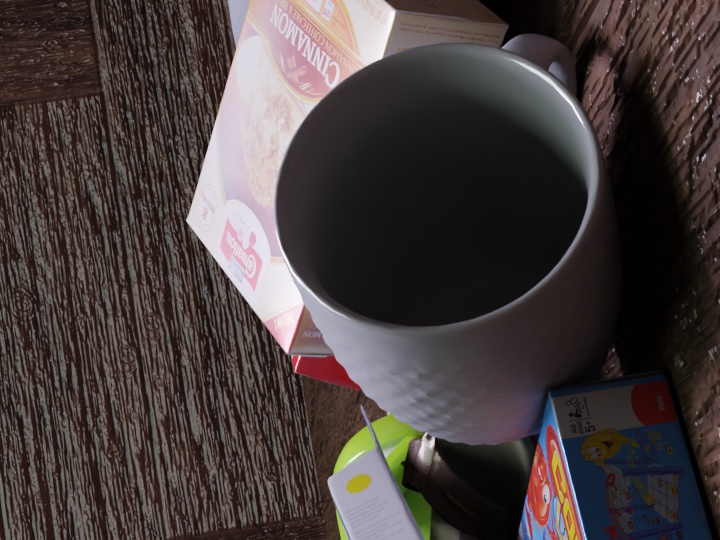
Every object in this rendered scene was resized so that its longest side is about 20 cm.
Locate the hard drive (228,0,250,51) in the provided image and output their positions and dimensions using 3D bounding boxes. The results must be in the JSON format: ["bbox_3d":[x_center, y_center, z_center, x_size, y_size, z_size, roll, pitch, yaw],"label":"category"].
[{"bbox_3d":[-0.029,-0.162,1.199,0.135,0.042,0.200,-58,-27,-34],"label":"hard drive"}]

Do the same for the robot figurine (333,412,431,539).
[{"bbox_3d":[0.045,0.186,1.371,0.176,0.115,0.200,70,-174,-54],"label":"robot figurine"}]

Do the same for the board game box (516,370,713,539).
[{"bbox_3d":[0.125,0.182,0.911,0.196,0.056,0.200,91,169,-58],"label":"board game box"}]

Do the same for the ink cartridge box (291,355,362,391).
[{"bbox_3d":[0.000,0.000,1.247,0.200,0.067,0.116,-111,38,-70],"label":"ink cartridge box"}]

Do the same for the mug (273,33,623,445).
[{"bbox_3d":[0.060,-0.019,0.928,0.175,0.147,0.200,65,-137,-59],"label":"mug"}]

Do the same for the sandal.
[{"bbox_3d":[0.056,0.121,1.069,0.080,0.057,0.201,31,140,37],"label":"sandal"}]

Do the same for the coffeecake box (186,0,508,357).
[{"bbox_3d":[-0.014,-0.076,1.078,0.154,0.073,0.200,48,128,49],"label":"coffeecake box"}]

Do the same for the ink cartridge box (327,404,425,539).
[{"bbox_3d":[0.036,0.205,1.061,0.200,0.047,0.198,-121,9,-60],"label":"ink cartridge box"}]

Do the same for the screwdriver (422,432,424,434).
[{"bbox_3d":[0.062,0.123,1.198,0.029,0.028,0.200,22,165,36],"label":"screwdriver"}]

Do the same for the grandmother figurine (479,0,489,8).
[{"bbox_3d":[0.057,-0.158,1.113,0.121,0.060,0.201,-62,-37,-74],"label":"grandmother figurine"}]
